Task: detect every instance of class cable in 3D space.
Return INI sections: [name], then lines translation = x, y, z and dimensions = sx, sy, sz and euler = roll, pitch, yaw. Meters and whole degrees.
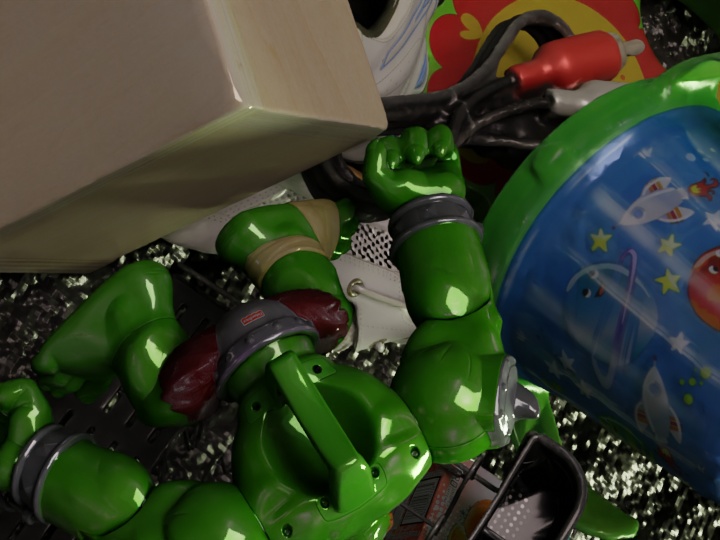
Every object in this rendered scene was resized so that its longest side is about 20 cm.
[cable]
translation = 0.055, -0.069, 0.834
dimensions = 0.199, 0.050, 0.098
euler = -3, 66, -45

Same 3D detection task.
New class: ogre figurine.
[ogre figurine]
translation = -0.031, 0.042, 0.707
dimensions = 0.199, 0.098, 0.120
euler = -20, 57, -26

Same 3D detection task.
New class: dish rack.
[dish rack]
translation = -0.036, 0.089, 0.764
dimensions = 0.199, 0.055, 0.154
euler = 33, 65, 7

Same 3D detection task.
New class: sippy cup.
[sippy cup]
translation = 0.129, 0.017, 0.800
dimensions = 0.139, 0.179, 0.130
euler = -31, 54, -20

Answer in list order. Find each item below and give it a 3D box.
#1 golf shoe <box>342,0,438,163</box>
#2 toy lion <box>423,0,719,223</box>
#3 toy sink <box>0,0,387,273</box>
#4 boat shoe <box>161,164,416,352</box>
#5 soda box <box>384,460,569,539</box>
[golf shoe]
translation = 0.013, -0.148, 0.862
dimensions = 0.078, 0.097, 0.201
euler = 10, 66, 5
[toy lion]
translation = 0.114, -0.079, 0.946
dimensions = 0.191, 0.069, 0.200
euler = 40, 59, -9
[toy sink]
translation = -0.111, -0.074, 0.748
dimensions = 0.112, 0.199, 0.131
euler = 2, 67, -62
[boat shoe]
translation = 0.000, 0.000, 0.850
dimensions = 0.199, 0.071, 0.070
euler = 27, 91, -32
[soda box]
translation = 0.011, 0.173, 0.808
dimensions = 0.068, 0.063, 0.201
euler = 34, 63, -21
